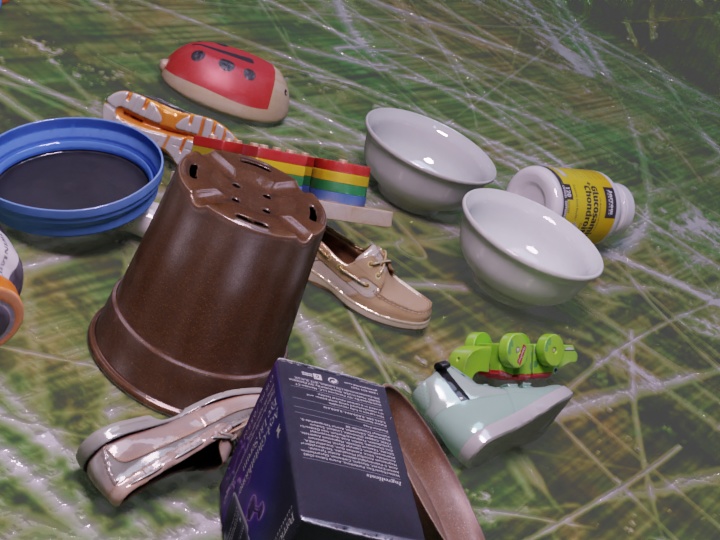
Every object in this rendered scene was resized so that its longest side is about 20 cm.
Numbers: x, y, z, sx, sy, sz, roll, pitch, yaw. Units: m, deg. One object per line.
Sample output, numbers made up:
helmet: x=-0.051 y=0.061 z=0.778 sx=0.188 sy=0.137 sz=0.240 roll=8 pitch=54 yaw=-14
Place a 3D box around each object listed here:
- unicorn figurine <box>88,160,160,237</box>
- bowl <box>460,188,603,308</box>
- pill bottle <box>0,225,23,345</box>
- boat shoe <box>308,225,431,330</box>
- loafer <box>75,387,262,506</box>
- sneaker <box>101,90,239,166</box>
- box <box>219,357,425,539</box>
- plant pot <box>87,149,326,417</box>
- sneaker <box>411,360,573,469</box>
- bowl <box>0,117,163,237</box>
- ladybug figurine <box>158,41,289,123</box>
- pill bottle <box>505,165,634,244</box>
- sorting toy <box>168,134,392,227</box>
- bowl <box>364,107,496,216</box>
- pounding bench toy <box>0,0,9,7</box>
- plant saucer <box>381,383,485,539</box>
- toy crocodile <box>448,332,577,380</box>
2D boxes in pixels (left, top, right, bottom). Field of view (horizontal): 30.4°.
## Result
unicorn figurine: x=-0.219 y=-0.060 z=1.470 sx=0.198 sy=0.075 sz=0.138 roll=7 pitch=28 yaw=-1
bowl: x=0.206 y=-0.014 z=1.714 sx=0.199 sy=0.091 sz=0.202 roll=21 pitch=26 yaw=-11
pill bottle: x=-0.369 y=-0.013 z=1.191 sx=0.105 sy=0.107 sz=0.200 roll=2 pitch=34 yaw=-40
boat shoe: x=0.000 y=0.000 z=1.541 sx=0.199 sy=0.070 sz=0.074 roll=27 pitch=26 yaw=3
loafer: x=-0.146 y=0.155 z=1.134 sx=0.199 sy=0.072 sz=0.063 roll=-11 pitch=56 yaw=-42
sneaker: x=-0.224 y=-0.169 z=1.657 sx=0.199 sy=0.079 sz=0.077 roll=29 pitch=7 yaw=-6
box: x=-0.037 y=0.194 z=1.054 sx=0.103 sy=0.149 sz=0.201 roll=16 pitch=27 yaw=-18
plant pot: x=-0.136 y=0.007 z=1.258 sx=0.198 sy=0.200 sz=0.201 roll=20 pitch=26 yaw=-10
sneaker: x=0.141 y=0.131 z=1.412 sx=0.199 sy=0.074 sz=0.118 roll=-13 pitch=51 yaw=-49
bowl: x=-0.310 y=-0.101 z=1.416 sx=0.198 sy=0.040 sz=0.201 roll=2 pitch=35 yaw=-2
ladybug figurine: x=-0.188 y=-0.273 z=1.880 sx=0.198 sy=0.072 sz=0.136 roll=13 pitch=29 yaw=-24
pill bottle: x=0.313 y=-0.094 z=1.953 sx=0.199 sy=0.113 sz=0.112 roll=0 pitch=35 yaw=-41
sorting toy: x=-0.091 y=-0.109 z=1.567 sx=0.197 sy=0.070 sz=0.199 roll=7 pitch=5 yaw=-38
bowl: x=0.083 y=-0.140 z=1.856 sx=0.199 sy=0.091 sz=0.202 roll=20 pitch=27 yaw=-11
pounding bench toy: x=-0.537 y=-0.432 z=1.802 sx=0.155 sy=0.125 sz=0.200 roll=22 pitch=26 yaw=-8
plant saucer: x=0.055 y=0.197 z=1.172 sx=0.201 sy=0.036 sz=0.201 roll=58 pitch=10 yaw=-17
toy crocodile: x=0.179 y=0.103 z=1.525 sx=0.067 sy=0.063 sz=0.199 roll=0 pitch=-2 yaw=42
